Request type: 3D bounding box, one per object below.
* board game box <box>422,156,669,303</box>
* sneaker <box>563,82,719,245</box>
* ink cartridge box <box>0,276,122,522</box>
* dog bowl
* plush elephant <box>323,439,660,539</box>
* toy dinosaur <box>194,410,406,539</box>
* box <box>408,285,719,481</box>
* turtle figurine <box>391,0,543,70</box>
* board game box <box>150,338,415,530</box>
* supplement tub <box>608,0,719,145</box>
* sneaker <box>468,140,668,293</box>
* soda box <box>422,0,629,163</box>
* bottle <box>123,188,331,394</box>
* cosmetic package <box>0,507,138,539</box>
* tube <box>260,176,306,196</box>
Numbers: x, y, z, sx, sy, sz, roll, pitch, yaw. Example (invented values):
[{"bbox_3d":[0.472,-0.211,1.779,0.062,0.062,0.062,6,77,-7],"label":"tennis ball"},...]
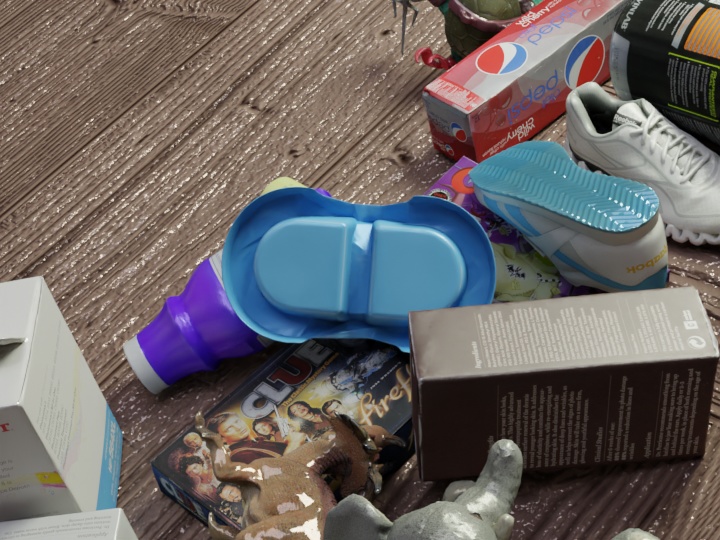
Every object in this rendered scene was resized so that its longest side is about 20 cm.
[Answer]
[{"bbox_3d":[0.120,-0.002,1.227,0.199,0.032,0.120,31,56,28],"label":"board game box"},{"bbox_3d":[0.233,-0.085,1.262,0.075,0.082,0.199,-39,47,-25],"label":"sneaker"},{"bbox_3d":[-0.261,0.107,1.134,0.127,0.201,0.126,-10,42,8],"label":"ink cartridge box"},{"bbox_3d":[0.000,0.000,1.175,0.198,0.050,0.113,4,89,5],"label":"dog bowl"},{"bbox_3d":[0.070,0.179,0.977,0.164,0.156,0.200,19,52,34],"label":"plush elephant"},{"bbox_3d":[-0.040,0.162,1.040,0.134,0.086,0.201,-3,49,6],"label":"toy dinosaur"},{"bbox_3d":[0.133,0.077,1.086,0.198,0.101,0.075,-5,42,-3],"label":"box"},{"bbox_3d":[0.112,-0.245,1.430,0.148,0.201,0.101,5,46,-18],"label":"turtle figurine"},{"bbox_3d":[-0.036,0.117,1.171,0.200,0.035,0.135,-41,47,-24],"label":"board game box"},{"bbox_3d":[0.298,-0.156,1.260,0.122,0.123,0.200,-33,33,-17],"label":"supplement tub"},{"bbox_3d":[0.148,-0.036,1.189,0.076,0.081,0.200,-29,33,-17],"label":"sneaker"},{"bbox_3d":[0.148,-0.171,1.389,0.199,0.070,0.063,-37,46,-21],"label":"soda box"},{"bbox_3d":[-0.090,0.022,1.246,0.199,0.065,0.084,-35,57,4],"label":"bottle"},{"bbox_3d":[-0.204,0.260,1.038,0.106,0.085,0.201,-7,43,12],"label":"cosmetic package"},{"bbox_3d":[-0.001,-0.015,1.293,0.199,0.052,0.058,32,103,34],"label":"tube"}]
